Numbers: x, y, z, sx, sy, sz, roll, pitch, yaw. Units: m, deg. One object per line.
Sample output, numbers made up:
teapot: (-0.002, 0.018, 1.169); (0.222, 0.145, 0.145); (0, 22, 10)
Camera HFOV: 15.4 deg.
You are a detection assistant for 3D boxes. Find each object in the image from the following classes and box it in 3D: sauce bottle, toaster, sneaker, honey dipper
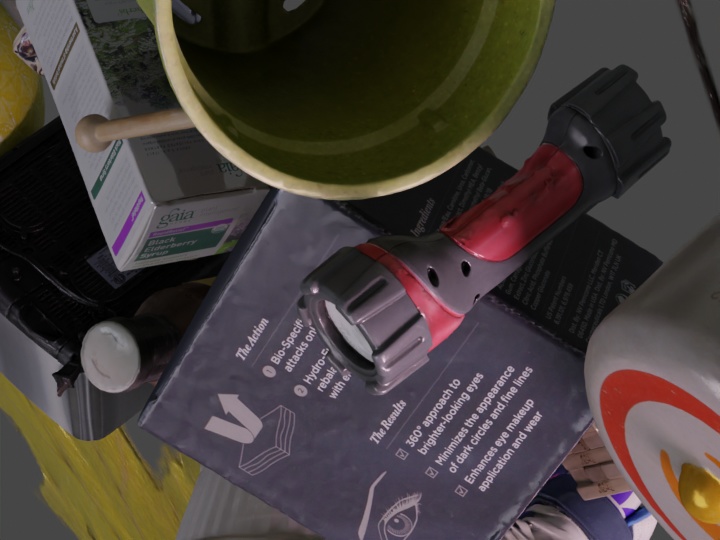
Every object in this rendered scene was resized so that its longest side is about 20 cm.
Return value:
sauce bottle: (-0.091, 0.037, 1.538); (0.064, 0.200, 0.065); (4, 98, 29)
toaster: (-0.188, 0.000, 1.846); (0.181, 0.200, 0.119); (41, 153, 23)
sneaker: (0.108, 0.155, 1.544); (0.081, 0.147, 0.200); (43, 178, 17)
honey dipper: (-0.096, -0.084, 1.465); (0.200, 0.038, 0.038); (-6, 122, 52)

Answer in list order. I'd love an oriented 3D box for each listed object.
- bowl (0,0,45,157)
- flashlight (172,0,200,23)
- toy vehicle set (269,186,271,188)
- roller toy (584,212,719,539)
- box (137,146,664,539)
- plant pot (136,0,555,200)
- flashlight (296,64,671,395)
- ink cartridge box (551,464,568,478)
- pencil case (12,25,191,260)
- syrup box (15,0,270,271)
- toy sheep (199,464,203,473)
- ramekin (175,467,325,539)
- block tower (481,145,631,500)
bowl: (-0.287, -0.152, 1.923); (0.200, 0.108, 0.200); (43, 159, 21)
flashlight: (-0.039, -0.127, 1.491); (0.200, 0.068, 0.068); (41, -163, 35)
toy vehicle set: (0.000, 0.000, 1.586); (0.201, 0.026, 0.124); (59, 156, -14)
roller toy: (0.200, 0.067, 1.221); (0.200, 0.140, 0.182); (56, 160, -15)
box: (0.021, 0.038, 1.397); (0.199, 0.118, 0.197); (31, 127, -4)
plant pot: (-0.033, -0.154, 1.300); (0.201, 0.200, 0.184); (60, 169, -25)
flashlight: (0.062, -0.025, 1.266); (0.068, 0.200, 0.068); (54, 160, -9)
ink cartridge box: (0.069, 0.069, 1.645); (0.200, 0.043, 0.197); (39, 156, 33)
pencil case: (-0.145, -0.103, 1.745); (0.200, 0.078, 0.089); (51, -179, 0)
syrup box: (-0.133, -0.106, 1.598); (0.201, 0.078, 0.081); (67, 149, 21)
toy sheep: (-0.049, 0.114, 1.819); (0.200, 0.138, 0.138); (51, 160, -2)
ramekin: (-0.024, 0.177, 1.685); (0.201, 0.095, 0.203); (8, 155, 4)
block tower: (0.099, 0.030, 1.486); (0.200, 0.058, 0.054); (56, 150, -8)
